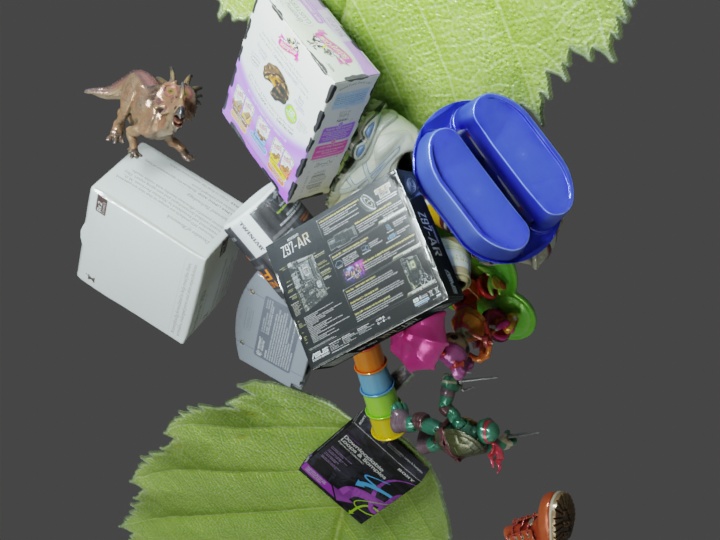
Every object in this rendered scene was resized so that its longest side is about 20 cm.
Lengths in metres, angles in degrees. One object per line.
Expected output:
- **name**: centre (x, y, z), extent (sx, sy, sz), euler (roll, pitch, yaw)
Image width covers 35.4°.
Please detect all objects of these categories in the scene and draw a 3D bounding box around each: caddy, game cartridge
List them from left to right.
- **game cartridge**: centre (-0.124, 0.084, 1.699), extent (0.132, 0.041, 0.201), euler (26, 135, 8)
- **caddy**: centre (0.149, -0.104, 1.276), extent (0.201, 0.141, 0.105), euler (53, 172, 0)

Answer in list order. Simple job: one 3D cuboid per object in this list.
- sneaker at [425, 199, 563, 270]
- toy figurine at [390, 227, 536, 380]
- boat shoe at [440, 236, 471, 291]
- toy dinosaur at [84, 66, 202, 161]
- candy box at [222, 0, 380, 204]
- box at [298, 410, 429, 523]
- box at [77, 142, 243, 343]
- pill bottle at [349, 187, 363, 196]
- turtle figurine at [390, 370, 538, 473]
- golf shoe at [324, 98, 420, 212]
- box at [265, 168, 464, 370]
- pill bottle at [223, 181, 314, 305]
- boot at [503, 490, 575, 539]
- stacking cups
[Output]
- **sneaker**: centre (0.138, -0.057, 1.359), extent (0.198, 0.090, 0.075), euler (11, 141, 25)
- **toy figurine**: centre (0.114, 0.067, 1.418), extent (0.200, 0.184, 0.150), euler (46, 136, -9)
- **boat shoe**: centre (0.042, 0.031, 1.325), extent (0.199, 0.063, 0.073), euler (-25, 128, 23)
- **toy dinosaur**: centre (-0.282, -0.228, 1.517), extent (0.199, 0.086, 0.136), euler (37, 129, 26)
- **candy box**: centre (-0.077, -0.212, 1.349), extent (0.168, 0.071, 0.201), euler (54, 142, 24)
- **box**: centre (0.002, 0.318, 1.809), extent (0.143, 0.036, 0.200), euler (41, 135, -2)
- **box**: centre (-0.287, -0.039, 1.635), extent (0.199, 0.131, 0.200), euler (32, 137, 7)
- **pill bottle**: centre (0.000, 0.000, 1.416), extent (0.109, 0.109, 0.201), euler (32, 131, 7)
- **turtle figurine**: centre (0.141, 0.218, 1.591), extent (0.199, 0.101, 0.150), euler (-12, 118, 44)
- **golf shoe**: centre (0.018, -0.115, 1.414), extent (0.097, 0.079, 0.201), euler (27, 139, 0)
- **box**: centre (0.001, 0.001, 1.291), extent (0.199, 0.043, 0.161), euler (-30, 74, 27)
- **pill bottle**: centre (-0.086, -0.017, 1.538), extent (0.106, 0.106, 0.200), euler (-28, 107, 44)
- **boot**: centre (0.260, 0.391, 1.674), extent (0.106, 0.075, 0.201), euler (20, 135, 25)
- **stacking cups**: centre (0.021, 0.155, 1.642), extent (0.060, 0.061, 0.201), euler (5, 127, 30)
